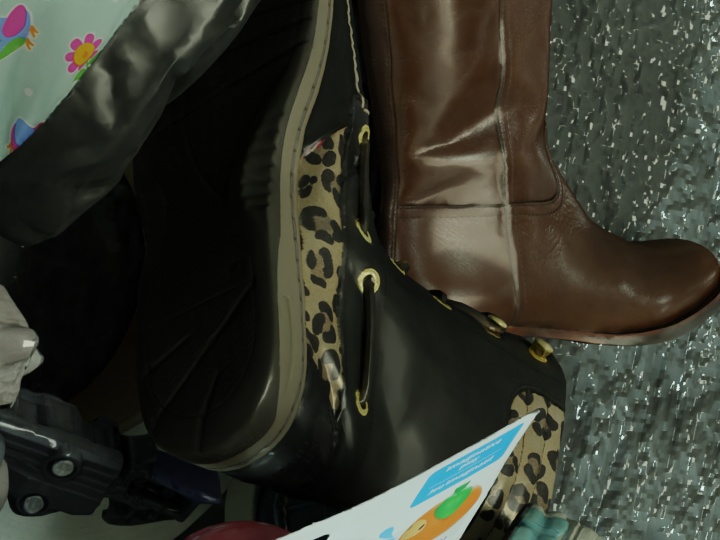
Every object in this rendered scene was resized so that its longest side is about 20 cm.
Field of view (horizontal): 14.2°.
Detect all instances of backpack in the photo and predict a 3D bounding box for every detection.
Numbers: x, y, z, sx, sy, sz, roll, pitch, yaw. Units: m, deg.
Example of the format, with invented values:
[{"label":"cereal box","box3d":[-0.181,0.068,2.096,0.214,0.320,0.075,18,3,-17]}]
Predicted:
[{"label":"backpack","box3d":[-0.123,-0.119,0.809,0.200,0.127,0.167,38,88,-24]}]

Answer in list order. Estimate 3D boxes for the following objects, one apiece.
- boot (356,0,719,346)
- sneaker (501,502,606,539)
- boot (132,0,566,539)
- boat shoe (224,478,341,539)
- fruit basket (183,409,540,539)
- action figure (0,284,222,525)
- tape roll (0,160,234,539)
[{"label":"boot","box3d":[0.072,-0.069,1.103,0.186,0.064,0.200,-14,103,-44]},{"label":"sneaker","box3d":[0.059,0.177,0.916,0.078,0.086,0.200,-45,153,-60]},{"label":"boot","box3d":[0.000,0.000,0.943,0.151,0.073,0.200,37,41,-40]},{"label":"boat shoe","box3d":[0.026,0.082,1.056,0.200,0.062,0.075,6,75,-60]},{"label":"fruit basket","box3d":[-0.043,0.129,0.836,0.185,0.200,0.094,-24,73,-31]},{"label":"action figure","box3d":[-0.134,0.084,0.859,0.200,0.105,0.194,14,117,-24]},{"label":"tape roll","box3d":[-0.099,0.004,0.962,0.203,0.037,0.203,-12,107,-43]}]
